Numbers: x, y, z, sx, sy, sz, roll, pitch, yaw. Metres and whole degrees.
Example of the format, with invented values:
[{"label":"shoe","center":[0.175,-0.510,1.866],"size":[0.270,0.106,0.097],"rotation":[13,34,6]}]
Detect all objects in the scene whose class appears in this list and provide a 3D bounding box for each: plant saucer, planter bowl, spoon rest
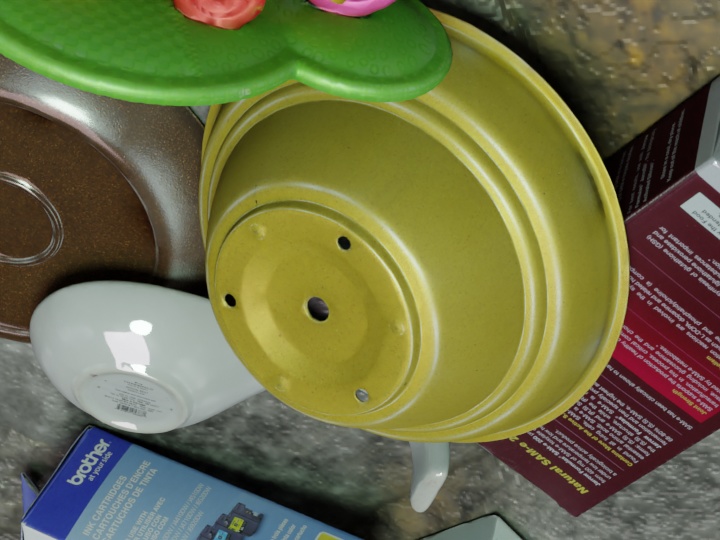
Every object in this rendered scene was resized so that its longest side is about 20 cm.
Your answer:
[{"label":"plant saucer","center":[-0.155,-0.031,1.018],"size":[0.199,0.032,0.201],"rotation":[10,136,9]},{"label":"planter bowl","center":[0.000,0.000,0.911],"size":[0.199,0.083,0.201],"rotation":[16,123,25]},{"label":"spoon rest","center":[-0.054,0.050,1.040],"size":[0.199,0.061,0.100],"rotation":[19,144,-6]}]

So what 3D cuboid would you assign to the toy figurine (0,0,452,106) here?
[{"label":"toy figurine","center":[-0.037,-0.168,0.785],"size":[0.199,0.151,0.185],"rotation":[14,127,-8]}]

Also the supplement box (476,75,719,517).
[{"label":"supplement box","center":[0.120,0.015,0.957],"size":[0.109,0.061,0.200],"rotation":[37,132,-18]}]

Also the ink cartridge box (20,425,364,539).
[{"label":"ink cartridge box","center":[-0.094,0.167,1.147],"size":[0.199,0.076,0.137],"rotation":[20,138,14]}]

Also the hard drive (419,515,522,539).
[{"label":"hard drive","center":[0.079,0.212,1.192],"size":[0.132,0.027,0.200],"rotation":[-24,122,35]}]
